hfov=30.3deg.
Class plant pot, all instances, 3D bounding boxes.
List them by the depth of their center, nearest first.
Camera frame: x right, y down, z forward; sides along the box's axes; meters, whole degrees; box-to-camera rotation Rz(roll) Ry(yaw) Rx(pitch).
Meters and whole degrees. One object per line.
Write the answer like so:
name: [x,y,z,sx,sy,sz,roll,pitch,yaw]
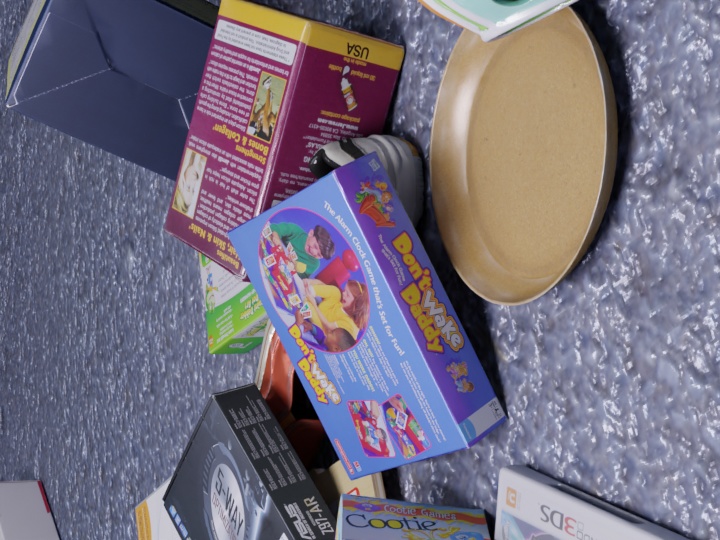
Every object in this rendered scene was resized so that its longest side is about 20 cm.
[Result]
plant pot: [0.105,-0.079,0.853,0.199,0.027,0.203,-1,89,62]

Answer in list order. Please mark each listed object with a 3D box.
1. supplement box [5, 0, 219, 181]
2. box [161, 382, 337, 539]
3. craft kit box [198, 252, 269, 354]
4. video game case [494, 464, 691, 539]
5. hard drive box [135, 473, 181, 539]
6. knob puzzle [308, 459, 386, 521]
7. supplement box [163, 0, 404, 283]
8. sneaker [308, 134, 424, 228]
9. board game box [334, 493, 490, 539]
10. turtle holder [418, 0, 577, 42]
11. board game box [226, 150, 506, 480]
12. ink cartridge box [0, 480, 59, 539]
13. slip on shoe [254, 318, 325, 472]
supplement box: [-0.201,-0.189,1.195,0.135,0.198,0.200,-62,22,12]
box: [-0.080,0.219,1.070,0.201,0.043,0.161,57,139,26]
craft kit box: [-0.098,-0.043,1.228,0.200,0.048,0.200,-33,58,58]
video game case: [0.131,0.237,0.798,0.182,0.023,0.203,14,102,62]
hard drive box: [-0.144,0.273,1.271,0.200,0.076,0.158,-43,53,54]
knob puzzle: [-0.010,0.254,1.062,0.219,0.030,0.223,-1,89,62]
supplement box: [-0.062,-0.101,1.051,0.130,0.102,0.202,28,106,48]
sneaker: [0.000,0.000,0.990,0.075,0.087,0.203,-20,73,59]
board game box: [0.024,0.267,0.884,0.103,0.103,0.203,-91,8,-78]
turtle holder: [0.097,-0.215,0.762,0.141,0.184,0.133,-155,41,-87]
board game box: [0.001,0.036,0.921,0.134,0.045,0.202,-24,93,49]
ink cartridge box: [-0.512,0.436,1.967,0.145,0.083,0.202,52,133,50]
slip on shoe: [-0.054,0.126,1.114,0.061,0.074,0.202,26,113,44]
